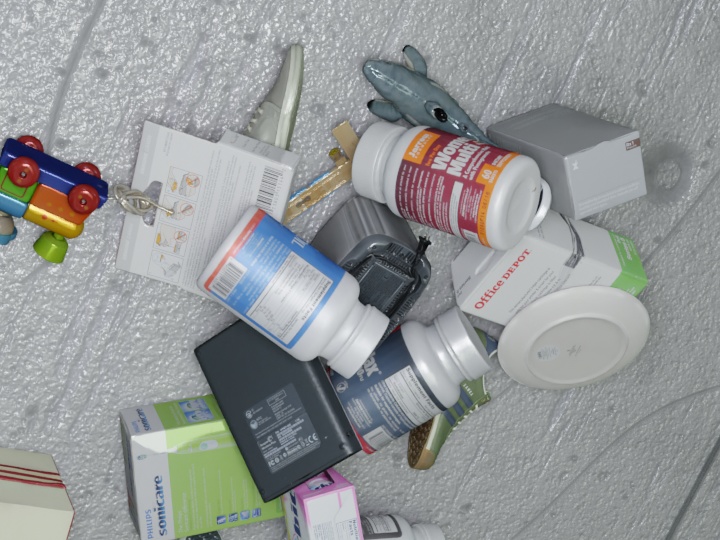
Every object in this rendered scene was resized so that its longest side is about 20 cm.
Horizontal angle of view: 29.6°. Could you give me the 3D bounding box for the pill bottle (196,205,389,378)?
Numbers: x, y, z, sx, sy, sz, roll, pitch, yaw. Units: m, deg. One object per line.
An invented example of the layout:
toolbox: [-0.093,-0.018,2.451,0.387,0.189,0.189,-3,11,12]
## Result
pill bottle: [-0.071,0.028,1.499,0.199,0.112,0.113,36,93,-6]

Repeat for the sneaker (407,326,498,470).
sneaker: [0.128,0.169,1.772,0.089,0.067,0.202,11,101,-18]

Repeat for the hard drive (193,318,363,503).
hard drive: [-0.098,0.147,1.575,0.139,0.033,0.201,-32,78,26]

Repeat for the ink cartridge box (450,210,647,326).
ink cartridge box: [0.235,0.005,1.719,0.199,0.084,0.146,19,129,-25]

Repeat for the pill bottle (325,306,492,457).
pill bottle: [0.055,0.132,1.679,0.199,0.120,0.120,-31,117,9]

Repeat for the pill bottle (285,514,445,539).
pill bottle: [0.008,0.376,1.774,0.198,0.111,0.112,0,108,-20]

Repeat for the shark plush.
shark plush: [0.083,-0.178,1.599,0.091,0.083,0.200,-44,92,4]

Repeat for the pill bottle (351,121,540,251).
pill bottle: [0.095,-0.101,1.547,0.109,0.199,0.110,-38,139,-44]

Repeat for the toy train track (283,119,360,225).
toy train track: [-0.038,-0.113,1.638,0.199,0.033,0.115,-35,123,0]

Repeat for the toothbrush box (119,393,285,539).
toothbrush box: [-0.185,0.235,1.667,0.198,0.086,0.147,-10,110,-18]

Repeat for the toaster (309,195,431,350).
toaster: [0.000,0.000,1.618,0.113,0.129,0.200,27,112,-27]

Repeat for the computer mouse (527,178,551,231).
computer mouse: [0.165,-0.090,1.631,0.044,0.200,0.110,24,95,-39]

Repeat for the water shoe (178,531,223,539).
water shoe: [-0.211,0.419,1.732,0.071,0.079,0.202,1,82,-24]

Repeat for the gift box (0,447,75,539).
gift box: [-0.447,0.312,1.541,0.185,0.184,0.202,14,96,-26]

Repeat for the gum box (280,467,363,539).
gum box: [-0.041,0.331,1.629,0.066,0.113,0.202,-13,102,-18]

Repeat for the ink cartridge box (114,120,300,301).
ink cartridge box: [-0.177,-0.066,1.563,0.175,0.045,0.201,19,120,1]

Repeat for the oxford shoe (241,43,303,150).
oxford shoe: [-0.106,-0.165,1.575,0.057,0.075,0.202,16,102,3]

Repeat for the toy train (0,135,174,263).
toy train: [-0.321,-0.056,1.515,0.199,0.085,0.116,25,109,-19]

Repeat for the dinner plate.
dinner plate: [0.274,0.095,1.739,0.198,0.024,0.201,-4,136,-4]

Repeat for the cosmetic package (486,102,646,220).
cosmetic package: [0.245,-0.134,1.639,0.106,0.200,0.091,-19,115,-15]
